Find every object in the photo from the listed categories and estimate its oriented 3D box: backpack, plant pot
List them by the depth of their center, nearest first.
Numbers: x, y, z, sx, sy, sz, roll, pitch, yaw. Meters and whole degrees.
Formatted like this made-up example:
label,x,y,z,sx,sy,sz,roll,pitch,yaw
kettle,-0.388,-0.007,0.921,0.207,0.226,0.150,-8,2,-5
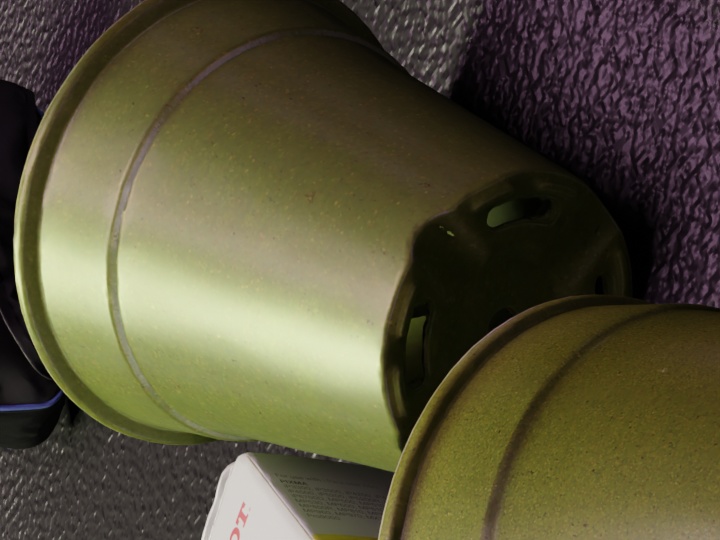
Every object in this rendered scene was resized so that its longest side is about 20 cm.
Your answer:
label,x,y,z,sx,sy,sz,roll,pitch,yaw
plant pot,0.141,0.098,0.848,0.193,0.200,0.201,-9,75,48
plant pot,0.000,0.000,1.145,0.190,0.200,0.201,23,104,48
backpack,-0.233,-0.006,1.572,0.154,0.199,0.191,136,139,-67

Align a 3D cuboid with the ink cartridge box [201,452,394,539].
label,x,y,z,sx,sy,sz,roll,pitch,yaw
ink cartridge box,0.000,0.181,1.174,0.200,0.083,0.146,47,123,55
